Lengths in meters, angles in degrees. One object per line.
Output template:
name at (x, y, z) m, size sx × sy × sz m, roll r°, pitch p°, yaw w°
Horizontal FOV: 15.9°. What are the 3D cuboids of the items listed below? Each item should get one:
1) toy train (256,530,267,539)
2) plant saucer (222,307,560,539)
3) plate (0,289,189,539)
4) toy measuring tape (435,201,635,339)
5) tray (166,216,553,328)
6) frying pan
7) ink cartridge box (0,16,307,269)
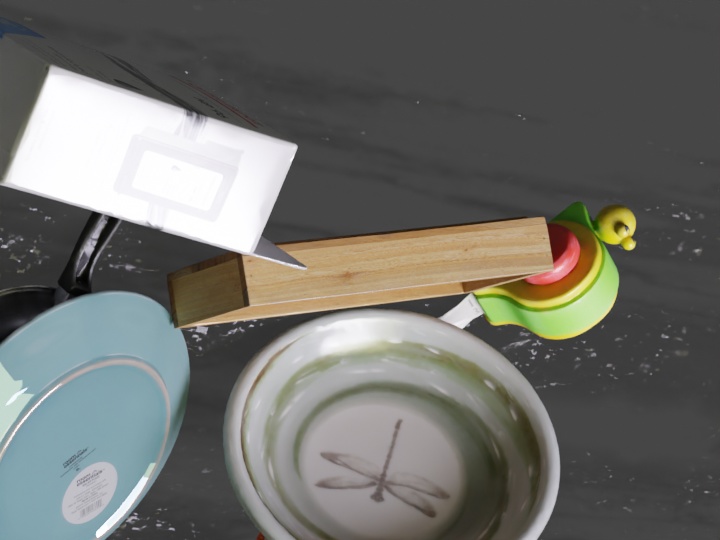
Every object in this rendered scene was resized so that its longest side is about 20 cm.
toy train at (-0.056, 0.187, 1.563) m, size 0.200 × 0.150 × 0.056 m, roll -26°, pitch 94°, yaw -10°
plant saucer at (0.015, 0.114, 1.515) m, size 0.200 × 0.200 × 0.050 m, roll -16°, pitch 148°, yaw -23°
plate at (-0.166, 0.104, 1.454) m, size 0.200 × 0.026 × 0.200 m, roll -32°, pitch 139°, yaw -33°
toy measuring tape at (0.094, 0.029, 1.580) m, size 0.200 × 0.074 × 0.074 m, roll -38°, pitch 133°, yaw -5°
tray at (0.000, 0.000, 1.482) m, size 0.200 × 0.099 × 0.037 m, roll -7°, pitch 85°, yaw -30°
frying pan at (-0.167, 0.036, 1.449) m, size 0.190 × 0.031 × 0.115 m, roll -39°, pitch 136°, yaw -1°
ink cartridge box at (-0.118, -0.068, 1.341) m, size 0.200 × 0.116 × 0.068 m, roll 17°, pitch 101°, yaw -40°
